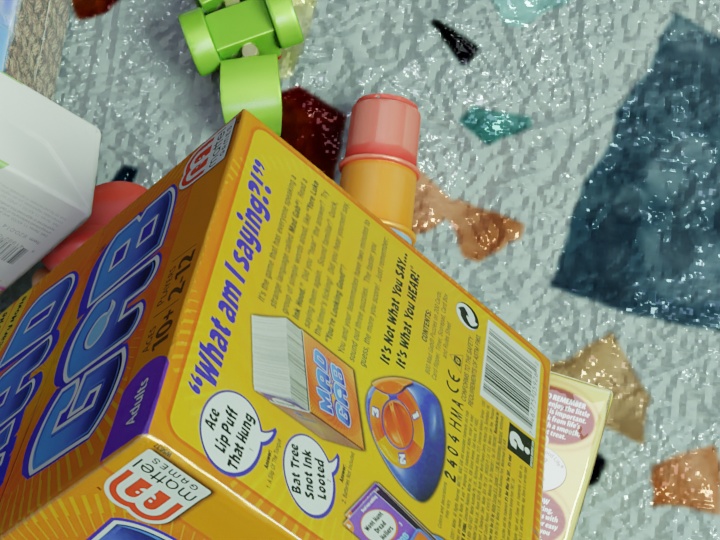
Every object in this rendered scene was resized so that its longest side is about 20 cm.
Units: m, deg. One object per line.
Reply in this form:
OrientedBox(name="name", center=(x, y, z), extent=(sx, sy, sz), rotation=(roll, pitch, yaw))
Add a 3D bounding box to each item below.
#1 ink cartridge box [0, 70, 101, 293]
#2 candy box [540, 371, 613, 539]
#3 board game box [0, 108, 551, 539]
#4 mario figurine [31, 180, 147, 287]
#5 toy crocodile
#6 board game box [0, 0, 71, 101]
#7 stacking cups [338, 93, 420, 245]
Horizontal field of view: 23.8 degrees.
OrientedBox(name="ink cartridge box", center=(-0.245, -0.026, 0.908), extent=(0.200, 0.117, 0.067), rotation=(-36, 39, 31))
OrientedBox(name="candy box", center=(0.071, 0.158, 0.861), extent=(0.055, 0.115, 0.200), rotation=(18, 75, 8))
OrientedBox(name="board game box", center=(-0.059, 0.098, 0.757), extent=(0.200, 0.200, 0.200), rotation=(39, 36, -22))
OrientedBox(name="mario figurine", center=(-0.126, 0.051, 0.942), extent=(0.123, 0.106, 0.200), rotation=(1, 81, -34))
OrientedBox(name="toy crocodile", center=(-0.082, -0.169, 1.007), extent=(0.067, 0.062, 0.200), rotation=(-20, 68, -3))
OrientedBox(name="board game box", center=(-0.280, -0.143, 0.985), extent=(0.200, 0.097, 0.160), rotation=(6, 73, 5))
OrientedBox(name="stacking cups", center=(0.000, 0.000, 0.950), extent=(0.060, 0.061, 0.200), rotation=(3, 69, 4))
